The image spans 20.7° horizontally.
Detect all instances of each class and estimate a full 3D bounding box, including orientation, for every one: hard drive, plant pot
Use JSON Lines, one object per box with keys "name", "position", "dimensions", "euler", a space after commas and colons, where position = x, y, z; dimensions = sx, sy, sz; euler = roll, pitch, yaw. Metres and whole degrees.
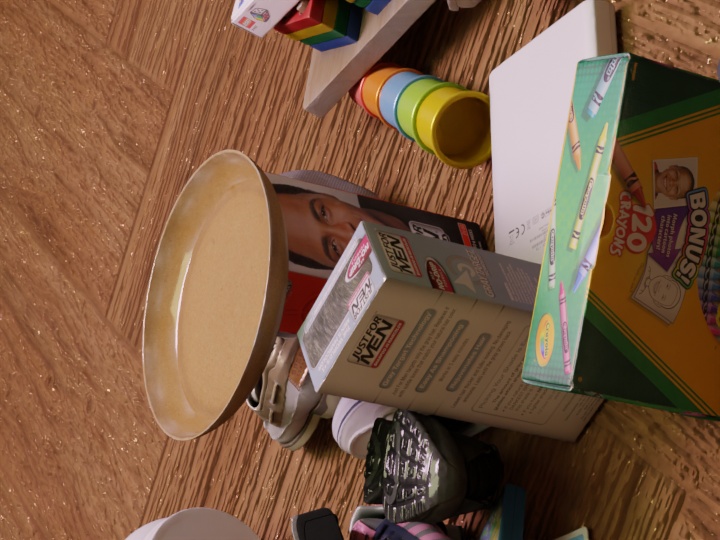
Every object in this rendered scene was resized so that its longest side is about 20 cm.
{"name": "hard drive", "position": [0.137, -0.072, 1.380], "dimensions": [0.132, 0.027, 0.201], "euler": [-34, 51, 53]}
{"name": "hard drive", "position": [-0.009, 0.249, 1.375], "dimensions": [0.200, 0.033, 0.140], "euler": [81, 172, -74]}
{"name": "plant pot", "position": [-0.097, 0.018, 1.348], "dimensions": [0.200, 0.027, 0.201], "euler": [-30, 54, 55]}

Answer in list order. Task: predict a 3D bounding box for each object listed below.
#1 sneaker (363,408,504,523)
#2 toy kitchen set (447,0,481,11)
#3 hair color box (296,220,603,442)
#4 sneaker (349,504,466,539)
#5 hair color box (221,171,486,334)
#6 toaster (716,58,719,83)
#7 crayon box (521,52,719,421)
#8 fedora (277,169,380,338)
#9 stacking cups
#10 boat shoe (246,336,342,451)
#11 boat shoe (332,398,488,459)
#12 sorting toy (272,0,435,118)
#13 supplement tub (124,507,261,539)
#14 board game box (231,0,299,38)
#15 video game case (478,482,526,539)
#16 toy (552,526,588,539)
{"name": "sneaker", "position": [0.056, 0.132, 1.314], "dimensions": [0.200, 0.090, 0.076], "euler": [-176, 95, -84]}
{"name": "toy kitchen set", "position": [0.152, -0.272, 1.387], "dimensions": [0.200, 0.180, 0.164], "euler": [60, -143, -71]}
{"name": "hair color box", "position": [0.072, 0.042, 1.268], "dimensions": [0.099, 0.199, 0.061], "euler": [-59, 33, 30]}
{"name": "sneaker", "position": [0.030, 0.202, 1.334], "dimensions": [0.200, 0.082, 0.070], "euler": [-167, 99, -86]}
{"name": "hair color box", "position": [0.000, 0.000, 1.418], "dimensions": [0.061, 0.199, 0.102], "euler": [-56, 35, 36]}
{"name": "toaster", "position": [0.280, -0.089, 1.031], "dimensions": [0.129, 0.113, 0.200], "euler": [-54, 34, 33]}
{"name": "crayon box", "position": [0.176, -0.018, 1.187], "dimensions": [0.058, 0.118, 0.201], "euler": [4, 83, 62]}
{"name": "fedora", "position": [-0.043, -0.019, 1.594], "dimensions": [0.200, 0.177, 0.090], "euler": [-16, 29, 38]}
{"name": "stacking cups", "position": [0.047, -0.131, 1.550], "dimensions": [0.200, 0.060, 0.061], "euler": [40, 114, 65]}
{"name": "boat shoe", "position": [-0.055, 0.090, 1.577], "dimensions": [0.200, 0.068, 0.075], "euler": [128, 165, -67]}
{"name": "boat shoe", "position": [0.042, 0.106, 1.430], "dimensions": [0.200, 0.073, 0.067], "euler": [-40, 43, 48]}
{"name": "sorting toy", "position": [0.000, -0.262, 1.614], "dimensions": [0.199, 0.069, 0.201], "euler": [-42, 31, 46]}
{"name": "supplement tub", "position": [-0.167, 0.296, 1.667], "dimensions": [0.200, 0.144, 0.145], "euler": [-45, 42, 46]}
{"name": "board game box", "position": [-0.034, -0.287, 1.576], "dimensions": [0.200, 0.035, 0.127], "euler": [-37, 35, 52]}
{"name": "video game case", "position": [0.062, 0.258, 1.318], "dimensions": [0.143, 0.018, 0.200], "euler": [-75, 7, -64]}
{"name": "toy", "position": [0.103, 0.274, 1.279], "dimensions": [0.115, 0.047, 0.201], "euler": [-34, 50, 52]}
